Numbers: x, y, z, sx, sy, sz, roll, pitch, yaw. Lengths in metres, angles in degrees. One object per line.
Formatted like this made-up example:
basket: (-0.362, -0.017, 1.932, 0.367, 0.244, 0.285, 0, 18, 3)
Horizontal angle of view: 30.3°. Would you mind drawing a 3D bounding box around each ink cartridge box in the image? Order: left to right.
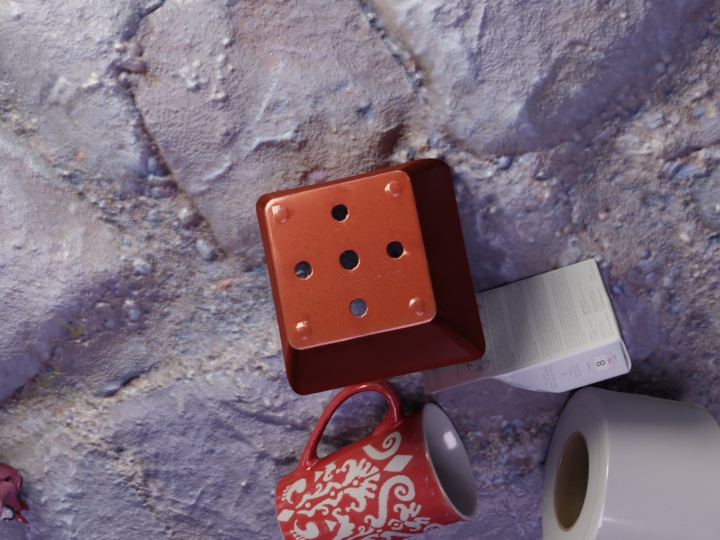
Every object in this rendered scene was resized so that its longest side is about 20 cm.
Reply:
ink cartridge box: (0.162, 0.069, 1.347, 0.198, 0.163, 0.058, -21, 118, 11)

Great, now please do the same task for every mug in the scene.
mug: (0.009, 0.227, 1.488, 0.198, 0.180, 0.133, -25, 157, 19)

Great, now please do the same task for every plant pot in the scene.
plant pot: (0.000, 0.000, 1.234, 0.197, 0.176, 0.203, -12, 84, 6)

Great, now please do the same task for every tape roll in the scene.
tape roll: (0.292, 0.238, 1.439, 0.137, 0.204, 0.205, 9, 123, -9)

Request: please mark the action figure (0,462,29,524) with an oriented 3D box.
action figure: (-0.437, 0.216, 1.476, 0.200, 0.133, 0.150, 42, 71, -38)
